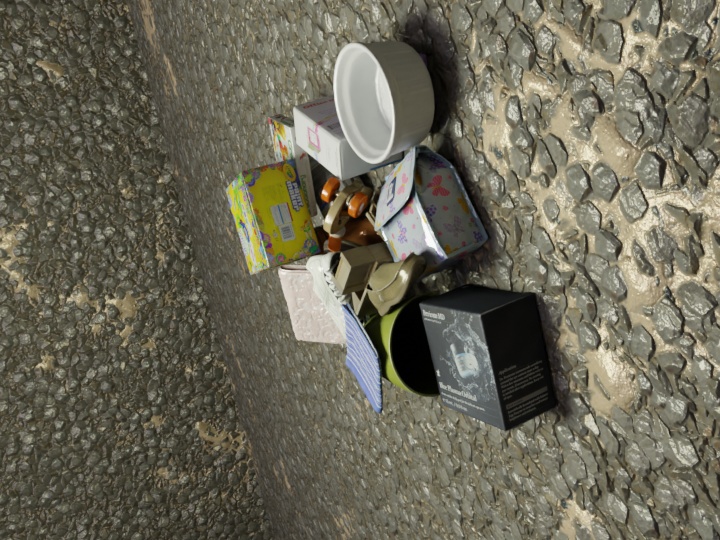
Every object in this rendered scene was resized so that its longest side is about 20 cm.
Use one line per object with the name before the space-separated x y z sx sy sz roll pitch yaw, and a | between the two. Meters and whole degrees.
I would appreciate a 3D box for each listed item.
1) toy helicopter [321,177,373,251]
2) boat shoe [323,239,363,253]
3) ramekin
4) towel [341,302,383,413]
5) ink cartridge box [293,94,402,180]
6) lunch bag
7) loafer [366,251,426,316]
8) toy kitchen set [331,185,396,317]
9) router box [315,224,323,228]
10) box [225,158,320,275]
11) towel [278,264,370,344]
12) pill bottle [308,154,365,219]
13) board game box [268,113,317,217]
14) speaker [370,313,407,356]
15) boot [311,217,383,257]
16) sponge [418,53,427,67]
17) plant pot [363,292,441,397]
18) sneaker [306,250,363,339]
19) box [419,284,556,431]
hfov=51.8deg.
toy helicopter | -0.021 -0.119 1.464 0.078 0.200 0.134 28 115 12
boat shoe | 0.000 0.000 1.556 0.074 0.199 0.074 -8 58 50
ramekin | 0.042 -0.295 1.276 0.200 0.096 0.203 43 142 46
towel | 0.003 0.172 1.429 0.146 0.024 0.202 57 162 37
ink cartridge box | -0.027 -0.270 1.458 0.200 0.143 0.086 45 147 45
lunch bag | 0.107 -0.098 1.314 0.169 0.125 0.203 -37 74 62
loafer | 0.054 0.020 1.298 0.067 0.076 0.200 39 149 3
toy kitchen set | 0.007 -0.033 1.467 0.181 0.197 0.165 56 145 31
router box | -0.058 -0.002 1.824 0.200 0.061 0.152 42 142 48
box | -0.193 -0.110 1.593 0.192 0.120 0.204 -12 94 69
towel | -0.072 0.079 1.582 0.187 0.032 0.203 5 128 19
pill bottle | -0.070 -0.221 1.628 0.203 0.112 0.114 65 155 16
board game box | -0.146 -0.226 1.604 0.126 0.034 0.203 35 139 56
speaker | 0.060 0.121 1.631 0.201 0.087 0.089 52 150 37
boot | -0.038 -0.073 1.613 0.199 0.153 0.078 28 132 57
sponge | 0.059 -0.346 1.357 0.199 0.029 0.113 34 137 54
plant pot | 0.080 0.143 1.446 0.199 0.185 0.190 -8 101 59
sneaker | -0.049 0.052 1.492 0.080 0.075 0.203 -1 120 33
box | 0.214 0.141 1.271 0.196 0.116 0.204 6 112 64
